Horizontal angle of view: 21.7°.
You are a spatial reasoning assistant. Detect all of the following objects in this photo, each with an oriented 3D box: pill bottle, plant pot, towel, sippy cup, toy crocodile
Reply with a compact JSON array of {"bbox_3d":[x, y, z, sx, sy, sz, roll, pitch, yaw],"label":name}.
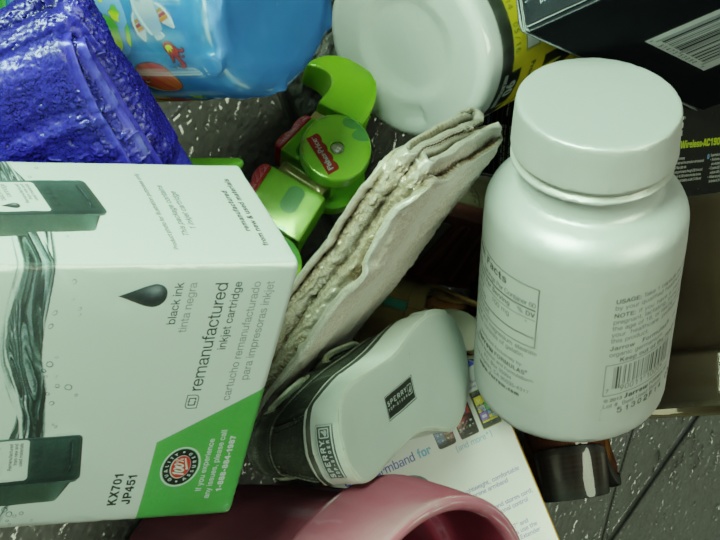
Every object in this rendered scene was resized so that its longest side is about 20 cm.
[{"bbox_3d":[0.124,-0.012,1.051,0.114,0.114,0.200,-40,144,-39],"label":"pill bottle"},{"bbox_3d":[0.086,-0.163,1.124,0.200,0.114,0.114,-32,124,-43],"label":"pill bottle"},{"bbox_3d":[-0.032,0.198,1.021,0.200,0.179,0.200,-18,114,-49],"label":"plant pot"},{"bbox_3d":[-0.143,-0.021,0.863,0.148,0.050,0.200,-29,131,0],"label":"towel"},{"bbox_3d":[-0.088,-0.136,0.890,0.140,0.130,0.178,-62,140,-21],"label":"sippy cup"},{"bbox_3d":[0.259,0.017,1.368,0.200,0.200,0.174,7,77,-53],"label":"plant pot"},{"bbox_3d":[-0.045,-0.030,1.039,0.200,0.062,0.068,-60,176,-14],"label":"toy crocodile"},{"bbox_3d":[0.000,0.000,1.026,0.200,0.034,0.133,-53,170,27],"label":"towel"}]

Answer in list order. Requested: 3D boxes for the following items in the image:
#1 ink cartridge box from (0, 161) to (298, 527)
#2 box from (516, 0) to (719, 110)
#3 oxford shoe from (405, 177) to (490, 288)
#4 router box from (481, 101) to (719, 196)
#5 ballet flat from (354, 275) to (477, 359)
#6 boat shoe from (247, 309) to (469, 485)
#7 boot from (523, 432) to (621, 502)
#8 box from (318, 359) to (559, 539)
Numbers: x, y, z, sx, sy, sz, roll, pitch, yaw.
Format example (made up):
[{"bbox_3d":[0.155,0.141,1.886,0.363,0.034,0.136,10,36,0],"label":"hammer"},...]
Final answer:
[{"bbox_3d":[-0.145,0.033,0.812,0.200,0.083,0.147,-1,125,-27],"label":"ink cartridge box"},{"bbox_3d":[0.177,-0.218,1.060,0.200,0.124,0.197,13,62,-50],"label":"box"},{"bbox_3d":[0.106,-0.023,1.164,0.200,0.075,0.070,17,127,-24],"label":"oxford shoe"},{"bbox_3d":[0.168,-0.091,1.224,0.200,0.150,0.062,-10,109,-51],"label":"router box"},{"bbox_3d":[0.063,0.048,1.199,0.200,0.063,0.069,21,82,-53],"label":"ballet flat"},{"bbox_3d":[0.002,0.067,1.035,0.200,0.064,0.071,-23,104,-63],"label":"boat shoe"},{"bbox_3d":[0.128,0.054,1.287,0.188,0.068,0.200,16,66,-77],"label":"boot"},{"bbox_3d":[0.048,0.146,1.136,0.119,0.041,0.200,-23,91,-13],"label":"box"}]
